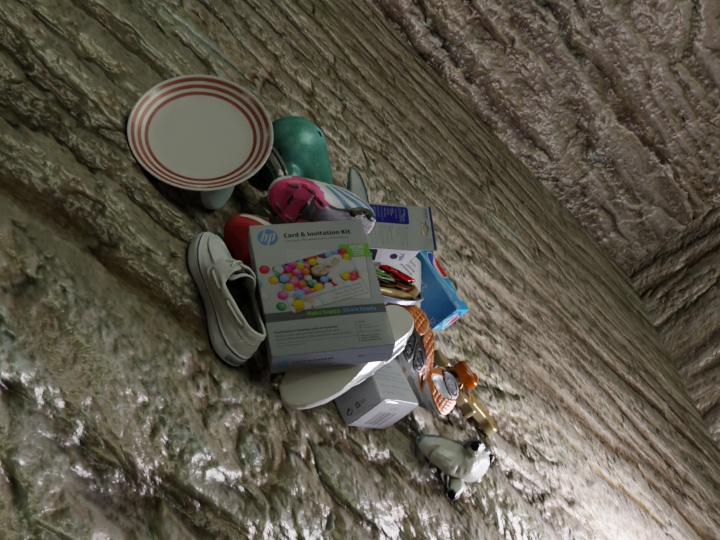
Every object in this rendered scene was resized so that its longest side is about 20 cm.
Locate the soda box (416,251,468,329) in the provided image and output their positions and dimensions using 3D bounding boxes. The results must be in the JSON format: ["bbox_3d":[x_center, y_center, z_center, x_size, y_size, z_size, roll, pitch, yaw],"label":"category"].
[{"bbox_3d":[0.115,0.011,1.683,0.201,0.068,0.064,58,23,17],"label":"soda box"}]

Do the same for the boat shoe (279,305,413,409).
[{"bbox_3d":[-0.016,0.118,1.150,0.072,0.200,0.069,39,-27,25],"label":"boat shoe"}]

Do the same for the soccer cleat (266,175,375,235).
[{"bbox_3d":[-0.066,-0.099,1.333,0.199,0.070,0.086,19,21,-40],"label":"soccer cleat"}]

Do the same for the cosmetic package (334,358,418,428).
[{"bbox_3d":[-0.008,0.116,1.257,0.101,0.074,0.201,19,39,-55],"label":"cosmetic package"}]

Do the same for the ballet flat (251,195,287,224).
[{"bbox_3d":[-0.131,-0.073,1.333,0.069,0.069,0.201,41,23,-24],"label":"ballet flat"}]

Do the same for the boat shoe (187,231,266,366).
[{"bbox_3d":[-0.157,0.022,1.115,0.073,0.065,0.201,24,34,-49],"label":"boat shoe"}]

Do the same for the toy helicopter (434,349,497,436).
[{"bbox_3d":[0.169,0.204,1.506,0.200,0.079,0.133,50,9,-33],"label":"toy helicopter"}]

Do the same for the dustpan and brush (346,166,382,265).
[{"bbox_3d":[0.005,-0.061,1.507,0.057,0.141,0.201,3,43,-5],"label":"dustpan and brush"}]

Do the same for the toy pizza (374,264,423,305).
[{"bbox_3d":[0.000,0.000,1.297,0.198,0.032,0.200,19,9,-3],"label":"toy pizza"}]

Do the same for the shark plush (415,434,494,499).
[{"bbox_3d":[0.156,0.269,1.358,0.083,0.092,0.199,27,14,28],"label":"shark plush"}]

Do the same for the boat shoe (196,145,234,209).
[{"bbox_3d":[-0.225,-0.174,1.304,0.071,0.090,0.202,69,26,-56],"label":"boat shoe"}]

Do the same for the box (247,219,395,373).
[{"bbox_3d":[-0.053,0.027,1.136,0.154,0.041,0.201,-4,52,-14],"label":"box"}]

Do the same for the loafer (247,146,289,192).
[{"bbox_3d":[-0.176,-0.170,1.363,0.062,0.072,0.200,-14,42,-30],"label":"loafer"}]

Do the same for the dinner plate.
[{"bbox_3d":[-0.219,-0.187,1.243,0.198,0.024,0.202,5,58,-8],"label":"dinner plate"}]

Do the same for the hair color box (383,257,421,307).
[{"bbox_3d":[0.051,0.015,1.557,0.100,0.060,0.201,45,22,-17],"label":"hair color box"}]

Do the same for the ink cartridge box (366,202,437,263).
[{"bbox_3d":[0.018,-0.061,1.422,0.198,0.039,0.100,4,49,-8],"label":"ink cartridge box"}]

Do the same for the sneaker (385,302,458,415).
[{"bbox_3d":[0.066,0.130,1.329,0.076,0.091,0.201,-45,122,-38],"label":"sneaker"}]

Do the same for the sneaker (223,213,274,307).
[{"bbox_3d":[-0.125,0.010,1.188,0.200,0.079,0.115,43,27,8],"label":"sneaker"}]

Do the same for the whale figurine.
[{"bbox_3d":[-0.085,-0.172,1.526,0.201,0.103,0.159,54,20,-1],"label":"whale figurine"}]
